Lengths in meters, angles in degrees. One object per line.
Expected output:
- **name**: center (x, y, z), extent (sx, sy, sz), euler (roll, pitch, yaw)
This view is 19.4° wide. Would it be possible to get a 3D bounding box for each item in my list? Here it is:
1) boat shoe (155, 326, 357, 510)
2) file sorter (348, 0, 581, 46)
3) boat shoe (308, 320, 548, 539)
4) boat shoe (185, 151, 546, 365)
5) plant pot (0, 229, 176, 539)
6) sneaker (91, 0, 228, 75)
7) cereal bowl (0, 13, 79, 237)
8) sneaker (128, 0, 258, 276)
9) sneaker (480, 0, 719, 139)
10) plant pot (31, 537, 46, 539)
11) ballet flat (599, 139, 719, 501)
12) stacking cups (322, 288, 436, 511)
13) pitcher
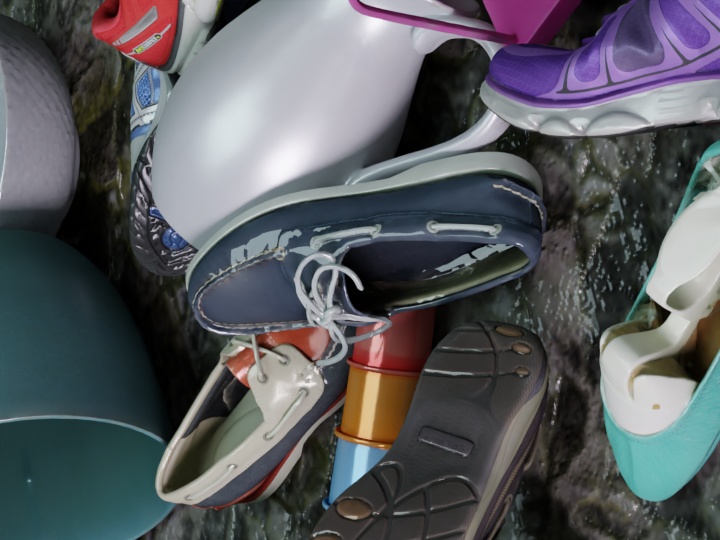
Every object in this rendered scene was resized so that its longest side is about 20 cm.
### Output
- **boat shoe**: center (-0.052, 0.060, 1.189), extent (0.200, 0.063, 0.071), euler (-58, 47, 32)
- **file sorter**: center (0.038, -0.226, 1.007), extent (0.139, 0.125, 0.200), euler (-52, 45, 37)
- **boat shoe**: center (0.038, 0.119, 1.010), extent (0.074, 0.073, 0.200), euler (21, 65, 33)
- **boat shoe**: center (0.000, 0.000, 1.063), extent (0.200, 0.075, 0.062), euler (-13, 44, 17)
- **plant pot**: center (-0.219, 0.074, 1.301), extent (0.201, 0.200, 0.161), euler (-47, 45, 40)
- **sneaker**: center (-0.103, -0.184, 1.114), extent (0.077, 0.085, 0.200), euler (-77, 5, -47)
- **cereal bowl**: center (-0.246, -0.074, 1.405), extent (0.200, 0.083, 0.200), euler (-8, 80, 53)
- **sneaker**: center (-0.099, -0.095, 1.253), extent (0.077, 0.076, 0.200), euler (-130, 49, -68)
- **sneaker**: center (0.141, -0.104, 0.939), extent (0.200, 0.081, 0.084), euler (-5, 94, 42)
- **plant pot**: center (-0.329, 0.180, 1.441), extent (0.200, 0.200, 0.176), euler (55, 140, 35)
- **ballet flat**: center (0.143, 0.019, 0.940), extent (0.067, 0.070, 0.200), euler (47, 125, 40)
- **stacking cups**: center (0.007, 0.108, 1.126), extent (0.060, 0.060, 0.200), euler (11, 94, 50)
- **pitcher**: center (-0.012, -0.081, 1.102), extent (0.200, 0.121, 0.172), euler (-53, 54, 22)
